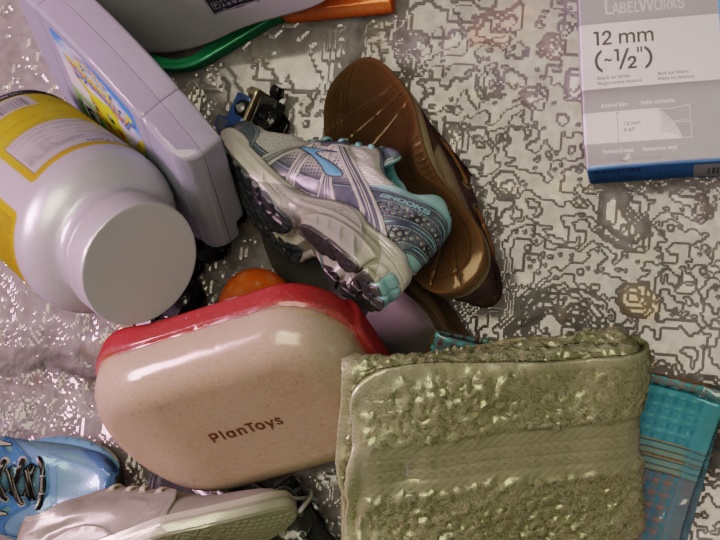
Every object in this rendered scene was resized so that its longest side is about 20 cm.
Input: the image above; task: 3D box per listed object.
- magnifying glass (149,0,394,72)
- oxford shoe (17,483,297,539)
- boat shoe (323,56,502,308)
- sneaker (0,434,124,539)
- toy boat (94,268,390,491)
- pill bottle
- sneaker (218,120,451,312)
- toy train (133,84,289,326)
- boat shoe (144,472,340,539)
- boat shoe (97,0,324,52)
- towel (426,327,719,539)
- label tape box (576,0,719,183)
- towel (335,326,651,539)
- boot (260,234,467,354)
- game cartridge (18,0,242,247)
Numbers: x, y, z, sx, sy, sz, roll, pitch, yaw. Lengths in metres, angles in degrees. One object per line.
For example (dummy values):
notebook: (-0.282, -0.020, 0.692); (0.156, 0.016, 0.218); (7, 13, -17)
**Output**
magnifying glass: (-0.074, -0.185, 1.213); (0.198, 0.022, 0.081); (-4, 83, 13)
oxford shoe: (-0.137, 0.162, 1.105); (0.198, 0.075, 0.058); (-15, 60, 12)
boat shoe: (0.039, -0.056, 1.153); (0.072, 0.072, 0.201); (-40, 57, 13)
sneaker: (-0.259, 0.150, 1.178); (0.198, 0.090, 0.079); (1, 85, 10)
toy boat: (-0.074, 0.054, 1.109); (0.198, 0.131, 0.132); (-16, 40, 22)
pill bottle: (-0.189, -0.040, 1.128); (0.200, 0.112, 0.113); (34, 92, 49)
sneaker: (-0.017, -0.048, 1.108); (0.086, 0.078, 0.200); (-37, 47, -17)
toy train: (-0.106, -0.040, 1.198); (0.046, 0.034, 0.202); (26, 90, 23)
boat shoe: (-0.059, 0.170, 1.145); (0.198, 0.072, 0.072); (21, 93, 14)
boat shoe: (-0.104, -0.206, 1.178); (0.198, 0.072, 0.066); (-13, 47, 26)
towel: (0.124, 0.125, 1.094); (0.198, 0.022, 0.148); (13, 100, -8)
label tape box: (0.214, -0.164, 1.129); (0.142, 0.066, 0.203); (-3, 85, 11)
towel: (0.082, 0.113, 1.046); (0.198, 0.037, 0.150); (-5, 108, -11)
boot: (0.000, 0.000, 1.160); (0.074, 0.075, 0.200); (-48, 63, 19)
game cartridge: (-0.156, -0.114, 1.144); (0.040, 0.134, 0.200); (-37, 64, -17)
